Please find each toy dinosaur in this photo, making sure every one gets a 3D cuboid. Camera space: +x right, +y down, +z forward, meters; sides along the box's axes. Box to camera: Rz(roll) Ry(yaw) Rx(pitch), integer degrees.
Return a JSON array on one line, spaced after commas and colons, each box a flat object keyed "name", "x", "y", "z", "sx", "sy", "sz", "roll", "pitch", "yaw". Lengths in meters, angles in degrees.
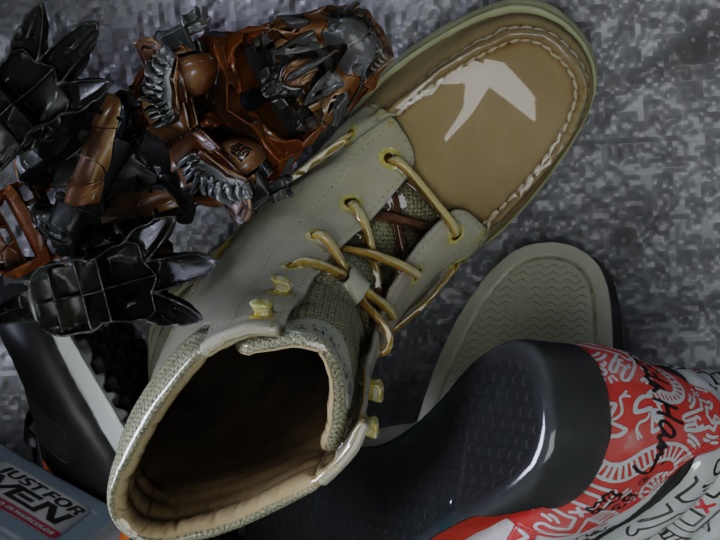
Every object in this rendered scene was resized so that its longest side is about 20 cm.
[{"name": "toy dinosaur", "x": -0.081, "y": -0.025, "z": 0.805, "sx": 0.102, "sy": 0.136, "sz": 0.200, "roll": 41, "pitch": 99, "yaw": 0}]

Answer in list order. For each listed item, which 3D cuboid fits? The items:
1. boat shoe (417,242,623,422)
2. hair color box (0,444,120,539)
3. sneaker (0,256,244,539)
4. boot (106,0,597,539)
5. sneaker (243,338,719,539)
[{"name": "boat shoe", "x": 0.059, "y": 0.088, "z": 0.881, "sx": 0.072, "sy": 0.068, "sz": 0.201, "roll": 9, "pitch": 96, "yaw": 24}, {"name": "hair color box", "x": -0.163, "y": 0.149, "z": 0.790, "sx": 0.061, "sy": 0.200, "sz": 0.099, "roll": 27, "pitch": 124, "yaw": 20}, {"name": "sneaker", "x": -0.099, "y": 0.095, "z": 0.882, "sx": 0.090, "sy": 0.070, "sz": 0.201, "roll": -25, "pitch": 107, "yaw": 8}, {"name": "boot", "x": 0.000, "y": 0.000, "z": 0.800, "sx": 0.200, "sy": 0.155, "sz": 0.072, "roll": -41, "pitch": 101, "yaw": 15}, {"name": "sneaker", "x": 0.049, "y": 0.080, "z": 0.813, "sx": 0.108, "sy": 0.067, "sz": 0.201, "roll": 9, "pitch": 154, "yaw": -31}]
